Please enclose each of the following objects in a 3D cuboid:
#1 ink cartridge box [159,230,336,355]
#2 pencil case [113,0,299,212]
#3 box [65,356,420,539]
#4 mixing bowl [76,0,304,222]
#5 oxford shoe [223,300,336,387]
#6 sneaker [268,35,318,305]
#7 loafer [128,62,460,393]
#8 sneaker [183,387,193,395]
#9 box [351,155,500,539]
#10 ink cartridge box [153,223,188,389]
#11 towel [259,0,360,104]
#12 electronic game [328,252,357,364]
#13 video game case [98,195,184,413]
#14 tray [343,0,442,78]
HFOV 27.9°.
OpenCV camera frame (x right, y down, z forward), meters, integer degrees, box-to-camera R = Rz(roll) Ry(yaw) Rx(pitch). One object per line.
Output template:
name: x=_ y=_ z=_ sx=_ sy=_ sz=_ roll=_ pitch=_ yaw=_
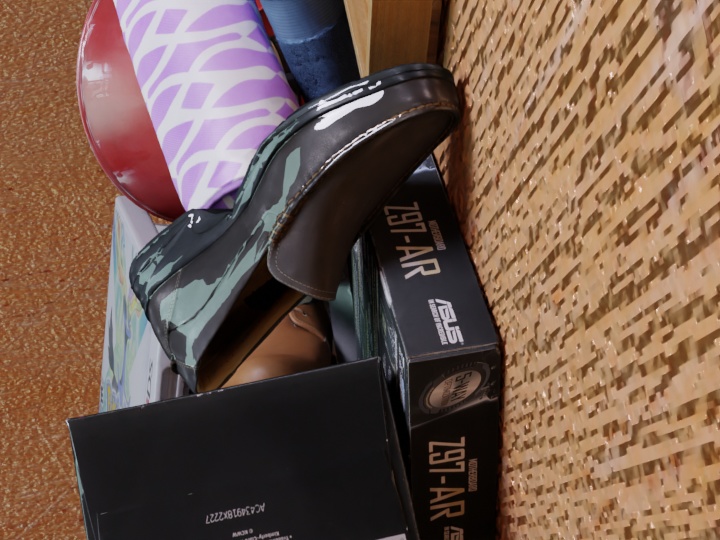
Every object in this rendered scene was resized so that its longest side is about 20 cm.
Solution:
ink cartridge box: x=-0.063 y=0.025 z=1.068 sx=0.200 sy=0.115 sz=0.068 roll=60 pitch=-157 yaw=-69
pencil case: x=-0.074 y=-0.101 z=0.783 sx=0.085 sy=0.084 sz=0.201 roll=14 pitch=-132 yaw=-50
box: x=-0.055 y=0.129 z=0.717 sx=0.200 sy=0.147 sz=0.126 roll=116 pitch=142 yaw=-77
mixing bowl: x=-0.081 y=-0.131 z=0.990 sx=0.108 sy=0.199 sz=0.202 roll=4 pitch=105 yaw=47
oxford shoe: x=-0.049 y=0.044 z=0.861 sx=0.200 sy=0.070 sz=0.072 roll=-86 pitch=-7 yaw=-85
sneaker: x=-0.066 y=-0.057 z=0.849 sx=0.076 sy=0.076 sz=0.201 roll=108 pitch=150 yaw=-43
loafer: x=-0.024 y=-0.017 z=0.666 sx=0.200 sy=0.072 sz=0.073 roll=-40 pitch=60 yaw=32
sneaker: x=-0.047 y=0.111 z=0.913 sx=0.070 sy=0.108 sz=0.200 roll=43 pitch=-176 yaw=-37
box: x=0.029 y=0.060 z=0.737 sx=0.161 sy=0.043 sz=0.201 roll=-106 pitch=10 yaw=-50
ink cartridge box: x=-0.137 y=0.043 z=1.100 sx=0.100 sy=0.039 sz=0.202 roll=64 pitch=-168 yaw=-59
towel: x=-0.031 y=-0.152 z=0.771 sx=0.112 sy=0.048 sz=0.201 roll=-109 pitch=-4 yaw=-52
electronic game: x=0.000 y=0.000 z=0.926 sx=0.200 sy=0.041 sz=0.202 roll=-8 pitch=-90 yaw=-88
video game case: x=-0.150 y=0.066 z=0.985 sx=0.200 sy=0.022 sz=0.184 roll=-130 pitch=44 yaw=-63
tray: x=0.003 y=-0.192 z=0.690 sx=0.099 sy=0.037 sz=0.202 roll=92 pitch=168 yaw=-61
